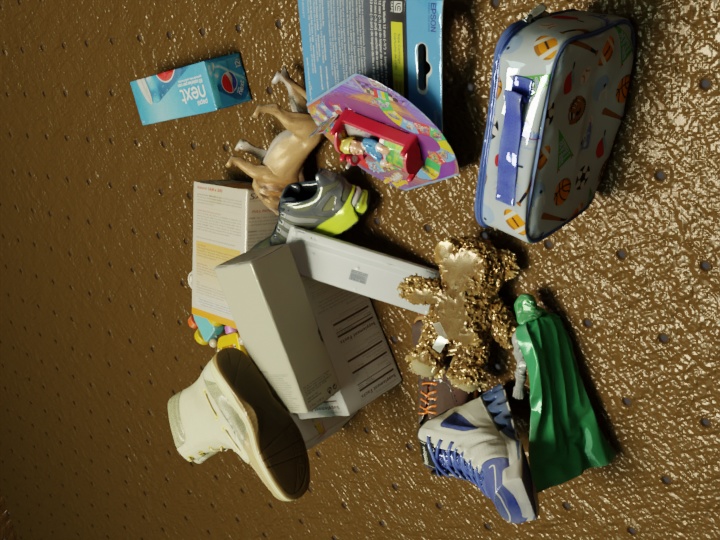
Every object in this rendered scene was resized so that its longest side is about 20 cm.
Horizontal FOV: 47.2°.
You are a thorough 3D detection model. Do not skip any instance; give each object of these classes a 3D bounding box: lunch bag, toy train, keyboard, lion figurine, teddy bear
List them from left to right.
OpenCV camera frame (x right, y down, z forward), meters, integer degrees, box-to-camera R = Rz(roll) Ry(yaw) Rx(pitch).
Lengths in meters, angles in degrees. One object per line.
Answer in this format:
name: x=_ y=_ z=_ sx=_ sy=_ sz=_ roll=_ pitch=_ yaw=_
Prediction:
toy train: x=-0.202 y=0.069 z=1.315 sx=0.200 sy=0.056 sz=0.151 roll=21 pitch=110 yaw=44
lion figurine: x=-0.091 y=-0.156 z=1.056 sx=0.122 sy=0.073 sz=0.200 roll=28 pitch=131 yaw=-11
keyboard: x=0.000 y=0.000 z=1.009 sx=0.200 sy=0.011 sz=0.056 roll=17 pitch=102 yaw=9
teddy bear: x=0.115 y=0.049 z=0.943 sx=0.145 sy=0.067 sz=0.200 roll=4 pitch=112 yaw=28
lunch bag: x=0.167 y=-0.132 z=0.729 sx=0.075 sy=0.160 sz=0.200 roll=26 pitch=128 yaw=35

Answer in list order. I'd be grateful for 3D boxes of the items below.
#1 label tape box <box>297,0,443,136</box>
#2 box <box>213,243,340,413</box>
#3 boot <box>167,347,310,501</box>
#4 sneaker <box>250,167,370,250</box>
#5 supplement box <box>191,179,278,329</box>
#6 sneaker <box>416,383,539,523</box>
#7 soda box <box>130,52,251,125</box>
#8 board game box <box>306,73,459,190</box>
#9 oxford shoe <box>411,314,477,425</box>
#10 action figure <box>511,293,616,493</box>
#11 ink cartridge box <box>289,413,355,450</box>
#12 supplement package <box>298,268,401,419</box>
label tape box: x=0.025 y=-0.235 z=0.900 sx=0.200 sy=0.066 sz=0.144 roll=18 pitch=123 yaw=37
box: x=-0.101 y=0.073 z=1.017 sx=0.082 sy=0.068 sz=0.200 roll=-5 pitch=108 yaw=45
boot: x=-0.157 y=0.214 z=1.030 sx=0.155 sy=0.072 sz=0.200 roll=-40 pitch=77 yaw=37
sneaker: x=-0.081 y=-0.068 z=1.056 sx=0.200 sy=0.074 sz=0.081 roll=-33 pitch=117 yaw=32
supplement box: x=-0.177 y=-0.026 z=1.183 sx=0.126 sy=0.073 sz=0.200 roll=14 pitch=105 yaw=42
sneaker: x=0.124 y=0.209 z=0.911 sx=0.115 sy=0.199 sz=0.081 roll=-18 pitch=111 yaw=7
soda box: x=-0.245 y=-0.256 z=1.175 sx=0.200 sy=0.064 sz=0.068 roll=2 pitch=111 yaw=46
board game box: x=0.014 y=-0.133 z=0.906 sx=0.158 sy=0.039 sz=0.200 roll=40 pitch=162 yaw=-19
oxford shoe: x=0.102 y=0.152 z=1.014 sx=0.071 sy=0.072 sz=0.200 roll=-16 pitch=98 yaw=50
action figure: x=0.202 y=0.121 z=0.885 sx=0.055 sy=0.118 sz=0.200 roll=-11 pitch=93 yaw=58
ink cartridge box: x=-0.109 y=0.202 z=1.160 sx=0.117 sy=0.200 sz=0.068 roll=52 pitch=124 yaw=14
supplement package: x=-0.049 y=0.086 z=1.111 sx=0.114 sy=0.109 sz=0.200 roll=-15 pitch=99 yaw=48
